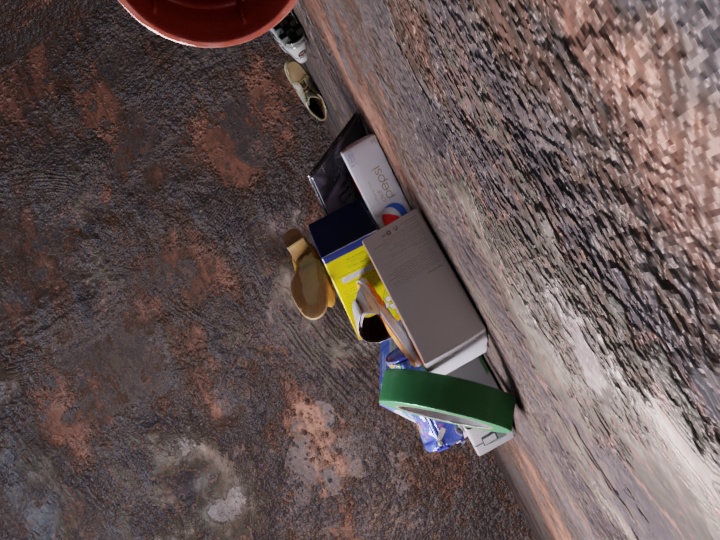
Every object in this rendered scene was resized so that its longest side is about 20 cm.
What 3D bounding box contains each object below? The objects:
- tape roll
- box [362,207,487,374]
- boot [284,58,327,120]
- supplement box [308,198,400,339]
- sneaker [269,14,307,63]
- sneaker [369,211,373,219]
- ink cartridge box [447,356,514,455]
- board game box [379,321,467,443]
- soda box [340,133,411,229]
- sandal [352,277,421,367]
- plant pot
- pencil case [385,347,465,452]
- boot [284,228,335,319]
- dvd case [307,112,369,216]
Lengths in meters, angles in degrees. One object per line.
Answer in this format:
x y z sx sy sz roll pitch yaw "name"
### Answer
0.125 0.191 0.902 0.201 0.194 0.050 59 -138 -68 "tape roll"
0.095 0.037 0.897 0.203 0.096 0.125 63 -178 23 "box"
-0.179 -0.602 2.065 0.202 0.071 0.156 56 -175 -30 "boot"
0.000 0.000 1.094 0.110 0.107 0.203 -118 3 -52 "supplement box"
-0.178 -0.561 1.445 0.203 0.073 0.089 64 180 27 "sneaker"
0.074 -0.061 1.158 0.116 0.072 0.204 -93 -21 -66 "sneaker"
0.204 0.229 1.112 0.148 0.082 0.201 65 -178 31 "ink cartridge box"
0.126 0.218 1.250 0.196 0.043 0.203 29 -144 -20 "board game box"
0.038 -0.121 1.032 0.204 0.062 0.068 63 -179 -13 "soda box"
0.024 0.085 0.957 0.080 0.058 0.207 62 174 -37 "sandal"
-0.159 -0.368 0.605 0.202 0.196 0.199 59 -169 -57 "plant pot"
0.116 0.230 1.115 0.087 0.076 0.205 -48 -66 -80 "pencil case"
-0.074 0.032 1.106 0.145 0.069 0.204 58 -172 -51 "boot"
-0.017 -0.154 1.111 0.016 0.150 0.202 21 155 29 "dvd case"
